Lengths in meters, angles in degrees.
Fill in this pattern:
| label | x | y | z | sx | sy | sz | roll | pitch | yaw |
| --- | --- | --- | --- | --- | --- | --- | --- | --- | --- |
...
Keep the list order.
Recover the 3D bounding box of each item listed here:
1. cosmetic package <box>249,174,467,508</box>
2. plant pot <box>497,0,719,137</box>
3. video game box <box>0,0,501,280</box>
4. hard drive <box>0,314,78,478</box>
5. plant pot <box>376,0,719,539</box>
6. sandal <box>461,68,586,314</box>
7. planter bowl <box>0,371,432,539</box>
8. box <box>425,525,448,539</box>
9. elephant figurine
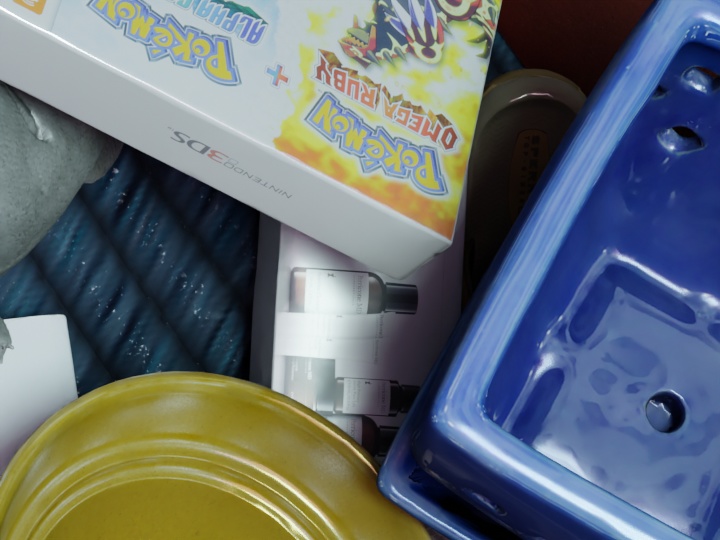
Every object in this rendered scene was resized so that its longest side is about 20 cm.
| label | x | y | z | sx | sy | sz | roll | pitch | yaw |
| --- | --- | --- | --- | --- | --- | --- | --- | --- | --- |
| cosmetic package | 0.000 | 0.000 | 1.060 | 0.082 | 0.051 | 0.201 | 4 | 85 | -15 |
| plant pot | 0.195 | -0.113 | 1.064 | 0.200 | 0.176 | 0.200 | -39 | 105 | -11 |
| video game box | -0.040 | -0.118 | 0.973 | 0.200 | 0.047 | 0.183 | 26 | 59 | -21 |
| hard drive | -0.169 | 0.123 | 1.011 | 0.131 | 0.025 | 0.201 | -6 | 76 | -17 |
| plant pot | 0.131 | 0.043 | 0.958 | 0.200 | 0.180 | 0.200 | 31 | 69 | -3 |
| sandal | 0.074 | 0.015 | 1.090 | 0.080 | 0.054 | 0.201 | -4 | 109 | -12 |
| planter bowl | -0.067 | 0.146 | 0.973 | 0.200 | 0.083 | 0.201 | 15 | 56 | -24 |
| box | -0.007 | 0.191 | 1.061 | 0.200 | 0.095 | 0.078 | -34 | 121 | -11 |
| elephant figurine | -0.118 | -0.092 | 1.000 | 0.200 | 0.141 | 0.156 | -29 | 132 | -29 |
